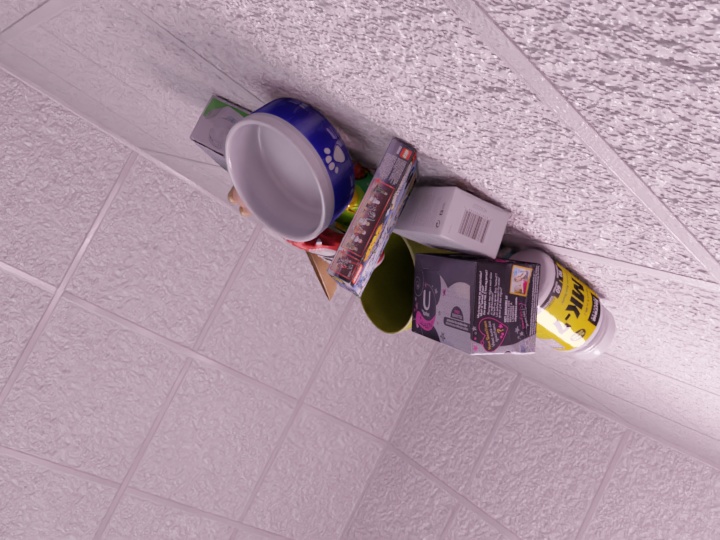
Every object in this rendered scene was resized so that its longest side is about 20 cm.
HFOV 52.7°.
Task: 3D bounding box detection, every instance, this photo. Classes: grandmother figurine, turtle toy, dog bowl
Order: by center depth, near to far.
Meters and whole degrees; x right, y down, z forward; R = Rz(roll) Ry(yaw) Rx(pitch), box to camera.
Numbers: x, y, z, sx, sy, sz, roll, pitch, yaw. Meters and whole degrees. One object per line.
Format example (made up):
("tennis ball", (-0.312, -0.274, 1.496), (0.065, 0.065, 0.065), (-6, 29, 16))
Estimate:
("dog bowl", (-0.106, -0.149, 1.084), (0.198, 0.079, 0.203), (27, 139, 26))
("turtle toy", (-0.031, -0.134, 1.198), (0.198, 0.103, 0.145), (29, 161, -28))
("grandmother figurine", (-0.186, -0.129, 1.325), (0.121, 0.061, 0.199), (40, 168, -27))

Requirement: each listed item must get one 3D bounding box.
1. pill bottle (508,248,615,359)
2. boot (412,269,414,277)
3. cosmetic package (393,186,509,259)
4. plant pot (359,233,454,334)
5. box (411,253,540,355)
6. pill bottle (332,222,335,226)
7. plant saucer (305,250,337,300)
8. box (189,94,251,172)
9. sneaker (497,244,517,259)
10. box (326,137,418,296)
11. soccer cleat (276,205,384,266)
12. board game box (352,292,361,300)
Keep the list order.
("pill bottle", (0.314, 0.059, 1.162), (0.198, 0.116, 0.114), (31, 174, -31))
("boot", (0.179, 0.004, 1.435), (0.197, 0.092, 0.073), (25, -179, -16))
("cosmetic package", (0.122, -0.074, 1.081), (0.100, 0.073, 0.199), (21, 178, -23))
("plant pot", (0.122, 0.005, 1.306), (0.197, 0.192, 0.186), (-7, -164, -33))
("box", (0.165, 0.046, 1.089), (0.112, 0.136, 0.199), (1, -175, -20))
("pill bottle", (-0.052, -0.104, 1.575), (0.111, 0.114, 0.200), (28, 175, 1))
("plant saucer", (-0.082, -0.044, 1.322), (0.200, 0.035, 0.204), (156, 91, -85))
("box", (-0.187, -0.212, 1.344), (0.197, 0.098, 0.176), (27, 174, 18))
("sneaker", (0.237, -0.005, 1.273), (0.086, 0.078, 0.200), (36, 170, 21))
("box", (0.021, -0.069, 1.019), (0.039, 0.203, 0.137), (25, 174, 9))
("soccer cleat", (-0.056, -0.045, 1.204), (0.196, 0.070, 0.086), (16, 153, -4))
("board game box", (0.000, 0.000, 1.400), (0.023, 0.107, 0.200), (-10, 161, 16))
